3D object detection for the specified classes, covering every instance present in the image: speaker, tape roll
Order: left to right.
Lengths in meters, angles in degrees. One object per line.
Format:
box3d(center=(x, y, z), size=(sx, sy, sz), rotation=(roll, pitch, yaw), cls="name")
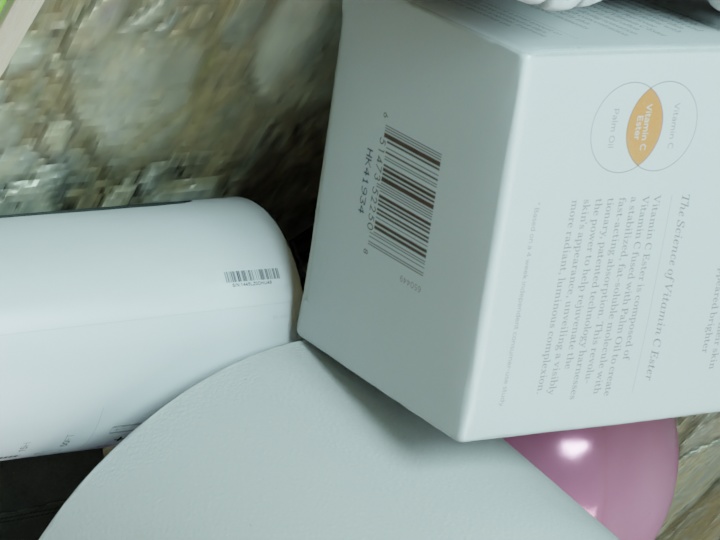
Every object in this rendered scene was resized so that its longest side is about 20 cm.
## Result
box3d(center=(-0.121, 0.023, 0.833), size=(0.199, 0.081, 0.081), rotation=(-6, 148, -32), cls="speaker")
box3d(center=(-0.005, 0.142, 0.853), size=(0.202, 0.139, 0.203), rotation=(-29, 139, -28), cls="tape roll")

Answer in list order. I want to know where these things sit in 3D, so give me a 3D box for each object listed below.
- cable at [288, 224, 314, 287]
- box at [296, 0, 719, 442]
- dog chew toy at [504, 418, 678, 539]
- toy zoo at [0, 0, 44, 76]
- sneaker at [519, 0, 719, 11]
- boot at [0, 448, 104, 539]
box3d(center=(0.000, 0.000, 0.925), size=(0.199, 0.050, 0.097), rotation=(-26, 152, -1), cls="cable")
box3d(center=(0.093, -0.027, 0.847), size=(0.199, 0.097, 0.125), rotation=(-4, 111, -35), cls="box")
box3d(center=(0.022, 0.073, 1.013), size=(0.199, 0.125, 0.125), rotation=(-2, 147, -23), cls="dog chew toy")
box3d(center=(-0.166, -0.086, 0.663), size=(0.199, 0.021, 0.131), rotation=(-4, 147, -35), cls="toy zoo")
box3d(center=(0.085, -0.127, 0.746), size=(0.200, 0.081, 0.089), rotation=(-2, 140, -46), cls="sneaker")
box3d(center=(-0.152, 0.132, 0.951), size=(0.200, 0.131, 0.068), rotation=(-41, 149, 29), cls="boot")
